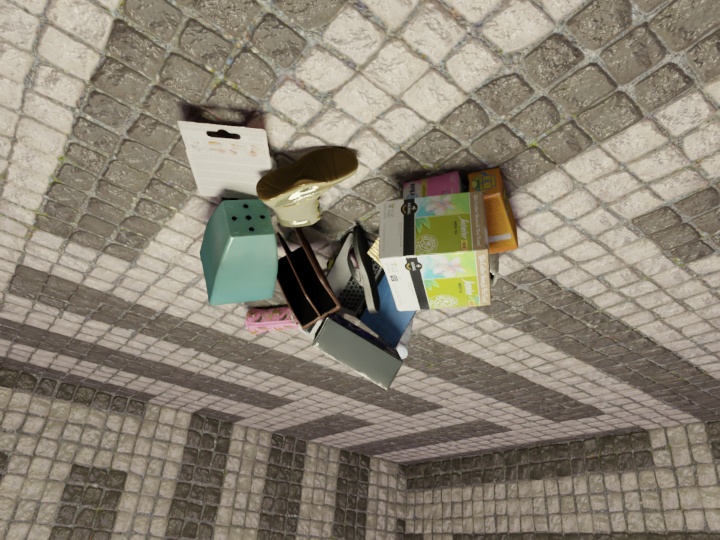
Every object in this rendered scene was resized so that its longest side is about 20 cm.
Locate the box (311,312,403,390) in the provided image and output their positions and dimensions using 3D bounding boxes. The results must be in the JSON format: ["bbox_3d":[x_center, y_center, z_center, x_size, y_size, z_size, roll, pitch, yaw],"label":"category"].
[{"bbox_3d":[-0.008,0.179,1.226,0.198,0.080,0.141,31,-176,-4],"label":"box"}]

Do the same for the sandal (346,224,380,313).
[{"bbox_3d":[0.000,0.001,1.190,0.047,0.204,0.075,-9,-171,18],"label":"sandal"}]

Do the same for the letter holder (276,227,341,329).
[{"bbox_3d":[-0.141,-0.001,1.165,0.099,0.202,0.143,-28,147,-2],"label":"letter holder"}]

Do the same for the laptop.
[{"bbox_3d":[0.027,0.047,1.236,0.198,0.116,0.189,23,103,-28],"label":"laptop"}]

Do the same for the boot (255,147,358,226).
[{"bbox_3d":[-0.090,-0.156,1.037,0.197,0.073,0.155,-20,159,2],"label":"boot"}]

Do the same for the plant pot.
[{"bbox_3d":[-0.244,-0.046,1.094,0.139,0.143,0.201,-5,149,-26],"label":"plant pot"}]

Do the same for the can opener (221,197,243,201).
[{"bbox_3d":[-0.274,-0.116,1.174,0.066,0.053,0.201,40,148,9],"label":"can opener"}]

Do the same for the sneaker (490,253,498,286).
[{"bbox_3d":[0.283,0.007,1.236,0.074,0.094,0.200,-1,158,8],"label":"sneaker"}]

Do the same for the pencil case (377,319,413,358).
[{"bbox_3d":[0.101,0.128,1.375,0.082,0.203,0.091,-8,144,35],"label":"pencil case"}]

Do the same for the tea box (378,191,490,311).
[{"bbox_3d":[0.149,-0.031,1.020,0.193,0.136,0.201,-6,147,13],"label":"tea box"}]

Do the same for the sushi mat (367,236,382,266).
[{"bbox_3d":[0.113,-0.011,1.192,0.200,0.012,0.096,43,99,-13],"label":"sushi mat"}]

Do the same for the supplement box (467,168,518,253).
[{"bbox_3d":[0.269,-0.115,1.065,0.068,0.068,0.200,-10,148,24],"label":"supplement box"}]

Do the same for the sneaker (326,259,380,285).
[{"bbox_3d":[0.010,0.010,1.327,0.197,0.078,0.091,25,110,-13],"label":"sneaker"}]

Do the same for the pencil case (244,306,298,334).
[{"bbox_3d":[-0.245,0.147,1.578,0.196,0.084,0.087,-6,149,20],"label":"pencil case"}]

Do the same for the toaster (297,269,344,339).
[{"bbox_3d":[-0.096,0.100,1.408,0.112,0.130,0.200,29,147,-6],"label":"toaster"}]

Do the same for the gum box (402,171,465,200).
[{"bbox_3d":[0.171,-0.106,1.092,0.112,0.067,0.200,-9,147,21],"label":"gum box"}]

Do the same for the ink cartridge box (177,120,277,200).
[{"bbox_3d":[-0.241,-0.213,0.996,0.158,0.051,0.201,5,147,0],"label":"ink cartridge box"}]
